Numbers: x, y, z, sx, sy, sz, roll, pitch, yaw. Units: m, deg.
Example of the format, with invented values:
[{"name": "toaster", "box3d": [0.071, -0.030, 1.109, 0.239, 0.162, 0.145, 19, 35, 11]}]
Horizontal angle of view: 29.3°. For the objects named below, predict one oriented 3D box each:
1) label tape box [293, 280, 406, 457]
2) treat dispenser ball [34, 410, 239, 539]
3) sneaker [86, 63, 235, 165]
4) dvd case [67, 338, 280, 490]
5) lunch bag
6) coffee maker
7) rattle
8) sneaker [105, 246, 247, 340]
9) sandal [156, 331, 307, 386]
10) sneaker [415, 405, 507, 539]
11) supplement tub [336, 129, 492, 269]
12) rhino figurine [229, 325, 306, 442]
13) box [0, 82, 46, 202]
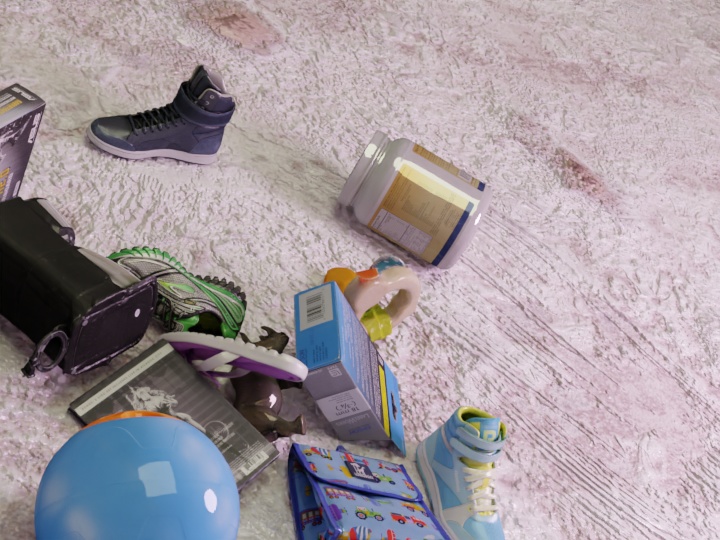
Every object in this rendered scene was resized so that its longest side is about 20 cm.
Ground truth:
[{"name": "label tape box", "box3d": [-0.014, 0.134, 1.737, 0.144, 0.063, 0.200, -95, 160, -49]}, {"name": "treat dispenser ball", "box3d": [-0.220, 0.239, 1.363, 0.201, 0.201, 0.201, 20, 37, -16]}, {"name": "sneaker", "box3d": [-0.272, -0.225, 1.928, 0.202, 0.146, 0.077, 1, 47, -33]}, {"name": "dvd case", "box3d": [-0.211, 0.184, 1.567, 0.200, 0.016, 0.149, 43, 52, 13]}, {"name": "lunch bag", "box3d": [-0.001, 0.277, 1.598, 0.150, 0.094, 0.200, 12, 28, -24]}, {"name": "coffee maker", "box3d": [-0.361, 0.014, 1.565, 0.200, 0.135, 0.192, 34, 14, 21]}, {"name": "rattle", "box3d": [0.000, 0.000, 1.818, 0.200, 0.130, 0.143, 56, 12, -60]}, {"name": "sneaker", "box3d": [-0.234, 0.034, 1.703, 0.200, 0.078, 0.085, 19, 40, -16]}, {"name": "sandal", "box3d": [-0.160, 0.111, 1.624, 0.202, 0.082, 0.050, 7, 69, 28]}, {"name": "sneaker", "box3d": [0.143, 0.253, 1.676, 0.079, 0.131, 0.200, 4, 45, -35]}, {"name": "supplement tub", "box3d": [0.079, -0.107, 2.045, 0.200, 0.145, 0.144, 30, 36, -2]}, {"name": "rhino figurine", "box3d": [-0.115, 0.134, 1.679, 0.087, 0.060, 0.200, -7, 42, -1]}, {"name": "box", "box3d": [-0.451, -0.104, 1.602, 0.048, 0.200, 0.158, 32, 35, 7]}]
